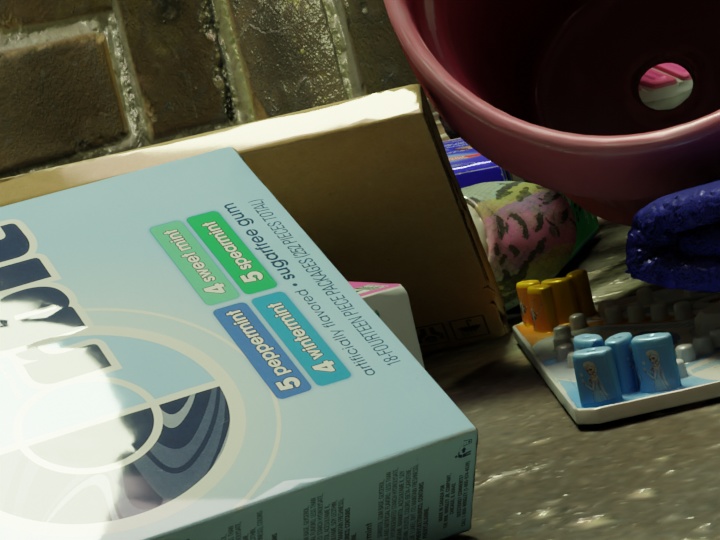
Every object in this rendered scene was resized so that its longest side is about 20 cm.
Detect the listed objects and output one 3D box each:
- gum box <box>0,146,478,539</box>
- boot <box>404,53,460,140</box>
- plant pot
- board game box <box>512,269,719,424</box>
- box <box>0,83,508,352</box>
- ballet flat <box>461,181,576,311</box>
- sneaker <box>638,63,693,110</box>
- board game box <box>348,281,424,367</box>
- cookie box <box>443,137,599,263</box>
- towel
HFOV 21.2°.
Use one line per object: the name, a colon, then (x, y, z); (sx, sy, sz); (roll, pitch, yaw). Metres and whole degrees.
gum box: (-0.093, 0.043, 0.580); (0.200, 0.045, 0.170); (-16, 40, -23)
boot: (0.135, -0.102, 1.161); (0.158, 0.211, 0.079); (-34, 30, 8)
plant pot: (0.121, -0.107, 0.820); (0.200, 0.200, 0.179); (-12, -23, 10)
board game box: (0.166, 0.007, 0.757); (0.200, 0.026, 0.200); (-13, 7, 0)
box: (-0.050, -0.003, 0.825); (0.200, 0.021, 0.164); (-12, -37, 10)
ballet flat: (0.000, 0.000, 0.901); (0.200, 0.069, 0.071); (-14, -21, 19)
sneaker: (0.140, -0.093, 1.013); (0.081, 0.088, 0.200); (31, 22, 16)
board game box: (-0.095, 0.056, 0.710); (0.200, 0.064, 0.148); (-17, 7, -25)
cookie box: (0.026, -0.023, 1.037); (0.171, 0.075, 0.200); (-11, 8, 18)
towel: (0.213, -0.031, 0.706); (0.200, 0.050, 0.148); (-17, 2, -29)
